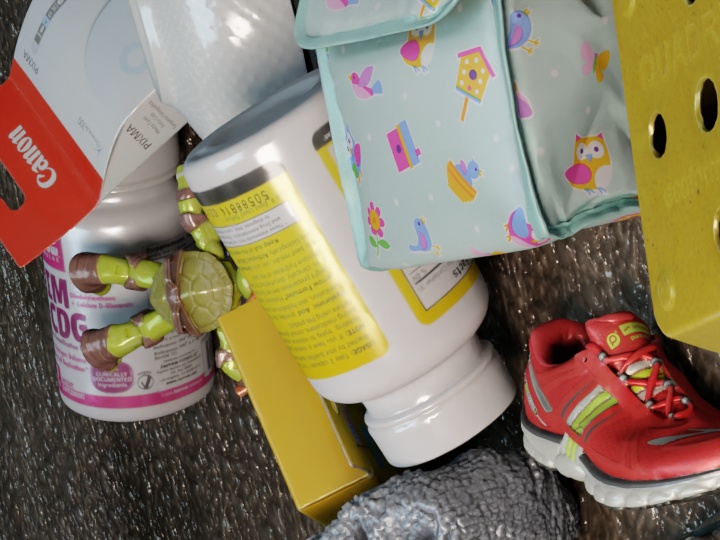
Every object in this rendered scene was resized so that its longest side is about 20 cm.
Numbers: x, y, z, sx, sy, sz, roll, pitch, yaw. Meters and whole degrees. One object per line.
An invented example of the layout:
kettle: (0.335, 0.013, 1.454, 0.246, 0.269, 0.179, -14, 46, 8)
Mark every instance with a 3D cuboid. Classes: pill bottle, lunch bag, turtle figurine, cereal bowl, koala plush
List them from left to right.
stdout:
pill bottle: (-0.166, -0.006, 1.776, 0.113, 0.113, 0.201, 31, 131, 57)
turtle figurine: (-0.111, 0.024, 1.655, 0.160, 0.064, 0.201, -12, 100, 30)
cereal bowl: (-0.092, -0.155, 1.510, 0.200, 0.083, 0.201, 163, 90, -85)
pill bottle: (0.000, 0.000, 1.345, 0.201, 0.111, 0.111, 59, 158, -12)
lunch bag: (0.057, -0.110, 1.229, 0.170, 0.121, 0.201, -7, 97, 57)
koala plush: (0.065, 0.217, 1.352, 0.184, 0.177, 0.201, -45, 57, 35)

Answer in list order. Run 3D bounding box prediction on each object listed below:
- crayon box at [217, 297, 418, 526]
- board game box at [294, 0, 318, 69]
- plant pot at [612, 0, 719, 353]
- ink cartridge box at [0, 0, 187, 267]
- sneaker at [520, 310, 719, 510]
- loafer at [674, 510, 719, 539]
crayon box: (-0.021, 0.085, 1.473, 0.128, 0.051, 0.200, 66, -173, 20)
board game box: (0.008, -0.148, 1.404, 0.134, 0.034, 0.201, -28, 78, 65)
plant pot: (0.194, -0.058, 0.846, 0.200, 0.175, 0.201, 146, 118, -71)
ink cartridge box: (-0.194, -0.121, 1.693, 0.160, 0.200, 0.047, 50, -178, 42)
sneaker: (0.132, 0.064, 1.233, 0.200, 0.077, 0.086, 15, 112, 62)
loafer: (0.157, 0.164, 1.245, 0.072, 0.063, 0.200, 65, 153, 22)
